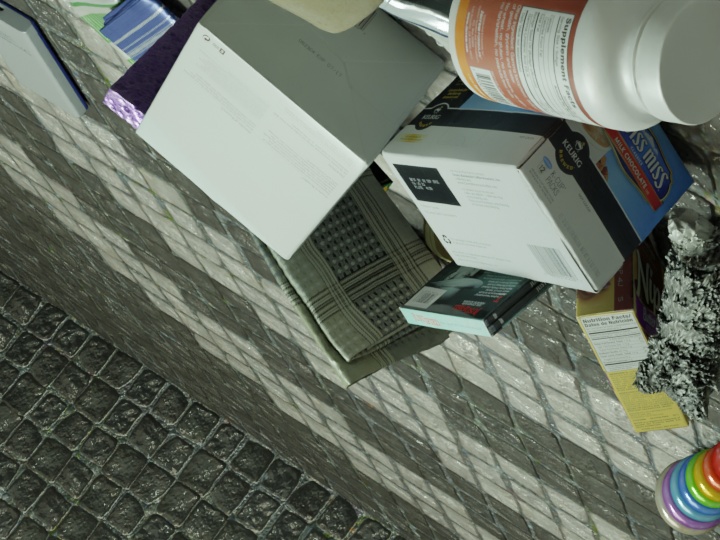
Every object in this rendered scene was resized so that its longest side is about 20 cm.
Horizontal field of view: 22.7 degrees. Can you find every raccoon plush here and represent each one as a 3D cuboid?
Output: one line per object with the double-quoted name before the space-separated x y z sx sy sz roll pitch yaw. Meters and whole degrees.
"raccoon plush" 0.258 0.035 1.474 0.096 0.135 0.200 31 178 46

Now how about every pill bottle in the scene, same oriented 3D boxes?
"pill bottle" 0.162 -0.159 1.242 0.199 0.113 0.112 20 156 49

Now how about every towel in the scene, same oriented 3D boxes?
"towel" 0.000 0.000 1.734 0.034 0.192 0.201 -38 81 40
"towel" -0.244 -0.252 2.088 0.200 0.023 0.152 47 162 -28
"towel" -0.190 -0.231 1.989 0.199 0.024 0.144 39 156 -18

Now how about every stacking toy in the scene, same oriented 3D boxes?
"stacking toy" 0.382 0.222 1.912 0.085 0.086 0.200 37 160 5

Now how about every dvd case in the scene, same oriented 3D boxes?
"dvd case" 0.141 -0.016 1.537 0.022 0.199 0.146 59 158 -18

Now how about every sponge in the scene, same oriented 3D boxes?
"sponge" -0.156 -0.188 1.753 0.111 0.200 0.030 38 137 -2

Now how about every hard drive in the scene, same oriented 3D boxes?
"hard drive" -0.457 -0.298 2.443 0.131 0.025 0.200 31 163 27

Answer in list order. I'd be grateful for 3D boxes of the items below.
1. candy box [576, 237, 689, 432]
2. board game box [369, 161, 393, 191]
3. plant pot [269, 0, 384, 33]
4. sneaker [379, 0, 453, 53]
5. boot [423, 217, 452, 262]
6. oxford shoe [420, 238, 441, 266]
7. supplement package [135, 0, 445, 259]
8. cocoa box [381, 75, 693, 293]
"candy box" 0.247 0.045 1.613 0.056 0.118 0.201 -8 142 20
"board game box" -0.061 -0.094 1.807 0.105 0.199 0.024 49 129 13
"plant pot" -0.055 -0.276 1.304 0.183 0.202 0.200 33 168 -25
"sneaker" 0.062 -0.206 1.410 0.199 0.073 0.071 34 161 17
"boot" 0.139 -0.035 1.738 0.154 0.072 0.200 29 162 23
"oxford shoe" 0.024 -0.035 2.048 0.199 0.071 0.073 30 135 38
"supplement package" -0.066 -0.155 1.622 0.191 0.147 0.200 40 147 -3
"cocoa box" 0.141 -0.084 1.450 0.134 0.131 0.199 54 159 -25
